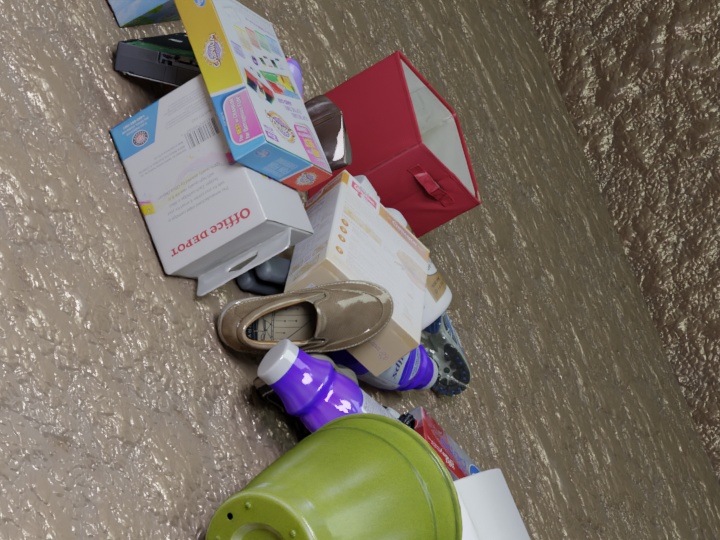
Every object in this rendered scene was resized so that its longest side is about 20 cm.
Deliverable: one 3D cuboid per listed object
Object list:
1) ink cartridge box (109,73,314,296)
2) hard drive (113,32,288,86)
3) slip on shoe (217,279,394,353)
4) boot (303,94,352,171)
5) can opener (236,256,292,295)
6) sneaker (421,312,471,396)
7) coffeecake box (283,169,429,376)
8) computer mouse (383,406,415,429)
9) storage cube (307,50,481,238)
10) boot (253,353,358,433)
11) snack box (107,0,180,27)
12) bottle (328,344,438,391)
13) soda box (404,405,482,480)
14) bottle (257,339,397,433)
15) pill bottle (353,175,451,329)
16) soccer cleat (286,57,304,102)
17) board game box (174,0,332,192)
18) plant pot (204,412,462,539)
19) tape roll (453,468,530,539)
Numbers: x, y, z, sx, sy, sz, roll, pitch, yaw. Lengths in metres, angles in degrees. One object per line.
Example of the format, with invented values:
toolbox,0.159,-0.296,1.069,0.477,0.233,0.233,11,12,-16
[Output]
ink cartridge box,-0.151,-0.082,1.660,0.125,0.128,0.201,12,53,-67
hard drive,-0.178,-0.236,1.801,0.200,0.139,0.038,-36,139,-72
slip on shoe,-0.050,0.051,1.670,0.061,0.199,0.076,-170,-101,-65
boot,-0.108,-0.160,1.761,0.064,0.200,0.187,26,41,-60
can opener,-0.074,0.022,1.829,0.200,0.053,0.067,24,43,-60
sneaker,0.090,0.075,2.169,0.085,0.077,0.201,-54,123,-79
coffeecake box,0.000,0.000,1.827,0.153,0.073,0.200,43,28,-19
computer mouse,0.040,0.193,1.785,0.200,0.044,0.110,-139,-146,-75
storage cube,0.035,-0.155,2.148,0.171,0.179,0.200,40,28,-46
boot,-0.035,0.176,1.704,0.200,0.073,0.151,28,38,-66
snack box,-0.191,-0.355,1.859,0.068,0.168,0.200,65,18,-3
bottle,0.034,0.107,1.953,0.200,0.065,0.084,32,69,-57
soda box,0.104,0.258,1.952,0.200,0.063,0.070,47,23,-35
bottle,-0.017,0.149,1.607,0.200,0.065,0.084,41,4,-18
pill bottle,0.022,-0.017,2.029,0.200,0.114,0.114,57,20,-16
soccer cleat,-0.087,-0.156,1.840,0.076,0.200,0.067,26,37,12
board game box,-0.112,-0.192,1.651,0.153,0.040,0.201,22,43,-62
plant pot,-0.039,0.247,1.456,0.193,0.200,0.201,-10,73,-57
tape roll,0.080,0.307,1.622,0.203,0.202,0.140,8,57,-66
